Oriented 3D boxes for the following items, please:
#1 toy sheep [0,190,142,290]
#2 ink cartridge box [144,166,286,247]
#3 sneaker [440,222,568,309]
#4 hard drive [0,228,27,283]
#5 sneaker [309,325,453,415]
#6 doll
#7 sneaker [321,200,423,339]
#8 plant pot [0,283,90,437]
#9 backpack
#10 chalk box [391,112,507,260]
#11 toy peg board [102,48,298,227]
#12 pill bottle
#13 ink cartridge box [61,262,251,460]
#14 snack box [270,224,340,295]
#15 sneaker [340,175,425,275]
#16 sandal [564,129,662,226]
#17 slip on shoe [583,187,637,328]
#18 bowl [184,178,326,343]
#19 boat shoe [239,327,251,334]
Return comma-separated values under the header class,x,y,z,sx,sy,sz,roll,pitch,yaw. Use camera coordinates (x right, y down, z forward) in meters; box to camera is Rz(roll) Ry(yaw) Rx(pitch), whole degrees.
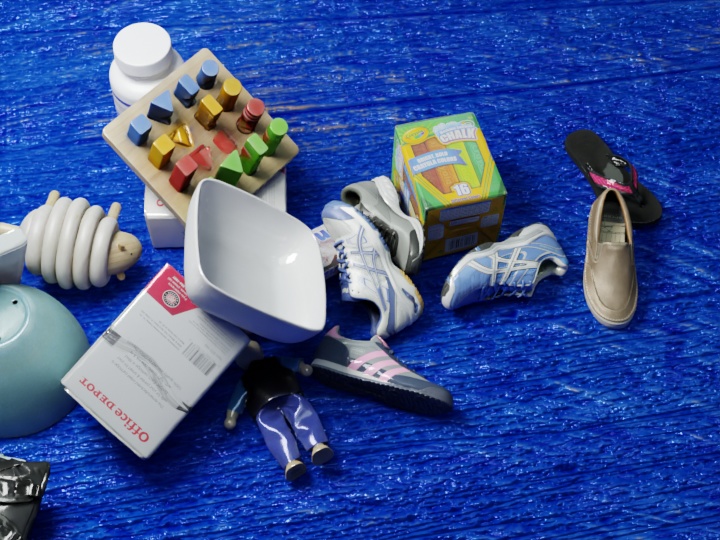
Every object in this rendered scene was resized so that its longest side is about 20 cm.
class,x,y,z,sx,sy,sz,roll,pitch,yaw
toy sheep,-0.399,-0.040,1.647,0.197,0.138,0.139,7,56,-1
ink cartridge box,-0.205,-0.116,1.725,0.197,0.083,0.148,-1,57,-3
sneaker,0.201,0.003,1.658,0.199,0.076,0.077,-28,57,-17
hard drive,-0.502,0.011,1.558,0.131,0.200,0.027,-26,82,-24
sneaker,0.035,0.127,1.577,0.198,0.070,0.083,18,61,9
doll,-0.115,0.172,1.557,0.135,0.049,0.201,-29,60,-3
sneaker,0.000,0.000,1.626,0.088,0.075,0.201,-36,88,-20
plant pot,-0.459,0.095,1.551,0.197,0.135,0.202,0,57,0
backpack,-0.493,0.286,1.433,0.198,0.154,0.165,20,58,-14
chalk box,0.117,-0.140,1.723,0.123,0.125,0.202,-13,58,-10
toy peg board,-0.207,-0.187,1.622,0.199,0.098,0.200,47,67,-1
pill bottle,-0.305,-0.261,1.748,0.110,0.201,0.113,1,56,-1
ink cartridge box,-0.258,0.115,1.513,0.145,0.083,0.200,43,81,-7
snack box,-0.066,-0.018,1.664,0.199,0.024,0.072,-28,59,-39
sneaker,0.033,-0.058,1.678,0.078,0.075,0.201,-6,38,-24
sandal,0.372,-0.143,1.776,0.074,0.045,0.201,-25,61,-17
slip on shoe,0.353,-0.020,1.678,0.075,0.061,0.202,5,65,4
bowl,-0.142,-0.002,1.517,0.199,0.075,0.201,25,39,-29
boat shoe,-0.148,0.050,1.631,0.198,0.065,0.073,-3,46,-21
